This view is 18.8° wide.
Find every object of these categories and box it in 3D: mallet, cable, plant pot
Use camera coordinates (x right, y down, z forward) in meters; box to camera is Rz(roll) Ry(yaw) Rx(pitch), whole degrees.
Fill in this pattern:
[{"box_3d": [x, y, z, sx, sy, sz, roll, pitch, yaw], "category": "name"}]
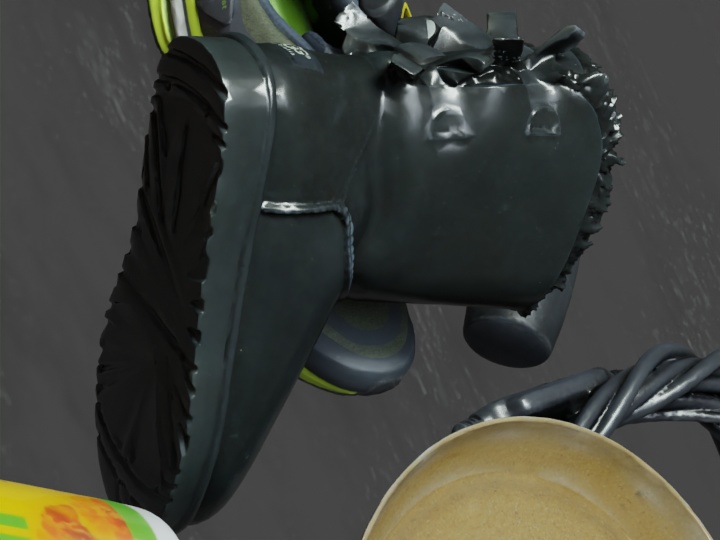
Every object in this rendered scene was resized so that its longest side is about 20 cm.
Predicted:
[{"box_3d": [0.038, -0.031, 0.835, 0.200, 0.041, 0.066, 51, 46, -53], "category": "mallet"}, {"box_3d": [0.124, 0.116, 0.897, 0.200, 0.051, 0.163, -13, 83, -40], "category": "cable"}, {"box_3d": [0.069, 0.154, 0.798, 0.200, 0.027, 0.200, 15, 64, -32], "category": "plant pot"}]

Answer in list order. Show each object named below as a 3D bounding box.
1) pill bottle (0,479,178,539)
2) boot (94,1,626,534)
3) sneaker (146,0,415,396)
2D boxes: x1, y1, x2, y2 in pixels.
[{"box_3d": [-0.158, 0.109, 0.645, 0.200, 0.111, 0.111, 15, 66, -33], "category": "pill bottle"}, {"box_3d": [-0.001, 0.000, 0.765, 0.162, 0.073, 0.199, -3, 117, -32], "category": "boot"}, {"box_3d": [-0.021, -0.050, 0.823, 0.074, 0.081, 0.200, -16, 85, -39], "category": "sneaker"}]
